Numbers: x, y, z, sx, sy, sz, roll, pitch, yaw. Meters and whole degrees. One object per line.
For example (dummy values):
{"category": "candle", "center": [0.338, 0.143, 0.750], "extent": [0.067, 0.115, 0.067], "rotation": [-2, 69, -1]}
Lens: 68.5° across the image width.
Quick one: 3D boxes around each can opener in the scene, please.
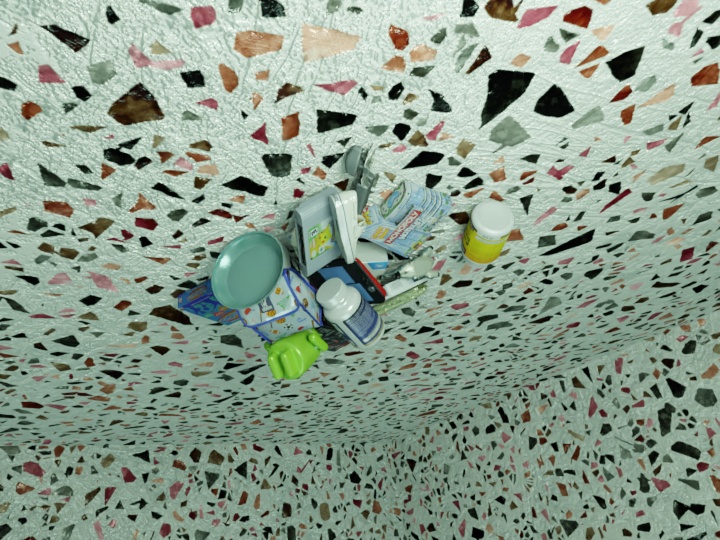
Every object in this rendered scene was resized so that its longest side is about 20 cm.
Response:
{"category": "can opener", "center": [-0.006, -0.200, 1.160], "extent": [0.067, 0.053, 0.200], "rotation": [25, 148, 3]}

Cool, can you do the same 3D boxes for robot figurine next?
{"category": "robot figurine", "center": [-0.178, 0.224, 1.460], "extent": [0.175, 0.116, 0.200], "rotation": [-17, -170, 25]}

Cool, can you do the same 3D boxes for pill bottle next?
{"category": "pill bottle", "center": [0.329, -0.087, 1.397], "extent": [0.109, 0.110, 0.200], "rotation": [-8, 151, -6]}
{"category": "pill bottle", "center": [-0.028, 0.112, 1.408], "extent": [0.111, 0.111, 0.200], "rotation": [-23, 128, 22]}

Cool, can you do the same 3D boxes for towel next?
{"category": "towel", "center": [0.120, 0.095, 1.658], "extent": [0.200, 0.037, 0.148], "rotation": [-27, 175, 12]}

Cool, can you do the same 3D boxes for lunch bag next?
{"category": "lunch bag", "center": [-0.211, 0.085, 1.341], "extent": [0.170, 0.124, 0.200], "rotation": [-20, 139, 13]}

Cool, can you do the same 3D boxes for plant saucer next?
{"category": "plant saucer", "center": [-0.262, 0.004, 1.262], "extent": [0.199, 0.201, 0.036], "rotation": [-19, 150, 15]}

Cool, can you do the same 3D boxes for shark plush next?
{"category": "shark plush", "center": [0.139, 0.007, 1.491], "extent": [0.200, 0.091, 0.083], "rotation": [-31, -168, -32]}

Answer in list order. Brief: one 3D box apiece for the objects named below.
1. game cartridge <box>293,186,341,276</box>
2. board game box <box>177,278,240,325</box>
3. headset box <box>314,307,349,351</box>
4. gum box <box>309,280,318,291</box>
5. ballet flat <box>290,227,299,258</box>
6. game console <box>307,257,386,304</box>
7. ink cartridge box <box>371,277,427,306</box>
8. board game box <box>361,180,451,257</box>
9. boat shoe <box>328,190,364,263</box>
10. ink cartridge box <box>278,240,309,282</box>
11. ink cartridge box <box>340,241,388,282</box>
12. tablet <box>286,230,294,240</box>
{"category": "game cartridge", "center": [-0.089, -0.090, 1.229], "extent": [0.133, 0.040, 0.200], "rotation": [-39, 146, -31]}
{"category": "board game box", "center": [-0.402, 0.094, 1.540], "extent": [0.152, 0.045, 0.200], "rotation": [-25, 149, 24]}
{"category": "headset box", "center": [-0.095, 0.183, 1.633], "extent": [0.200, 0.075, 0.149], "rotation": [17, 140, -42]}
{"category": "gum box", "center": [-0.137, 0.089, 1.598], "extent": [0.113, 0.066, 0.200], "rotation": [-21, 150, 17]}
{"category": "ballet flat", "center": [-0.138, -0.064, 1.303], "extent": [0.069, 0.070, 0.200], "rotation": [-12, 147, 3]}
{"category": "game console", "center": [-0.044, 0.034, 1.430], "extent": [0.200, 0.031, 0.177], "rotation": [-7, 139, 37]}
{"category": "ink cartridge box", "center": [0.070, 0.070, 1.566], "extent": [0.200, 0.043, 0.198], "rotation": [-31, 174, 40]}
{"category": "board game box", "center": [0.091, -0.123, 1.286], "extent": [0.199, 0.062, 0.200], "rotation": [9, 142, -35]}
{"category": "boat shoe", "center": [-0.021, -0.098, 1.203], "extent": [0.070, 0.071, 0.200], "rotation": [-20, 134, -11]}
{"category": "ink cartridge box", "center": [-0.238, 0.017, 1.418], "extent": [0.145, 0.083, 0.200], "rotation": [-16, 151, 10]}
{"category": "ink cartridge box", "center": [0.000, 0.000, 1.485], "extent": [0.116, 0.067, 0.200], "rotation": [-3, 151, -12]}
{"category": "tablet", "center": [-0.073, -0.104, 1.330], "extent": [0.200, 0.014, 0.130], "rotation": [-25, 148, 22]}
